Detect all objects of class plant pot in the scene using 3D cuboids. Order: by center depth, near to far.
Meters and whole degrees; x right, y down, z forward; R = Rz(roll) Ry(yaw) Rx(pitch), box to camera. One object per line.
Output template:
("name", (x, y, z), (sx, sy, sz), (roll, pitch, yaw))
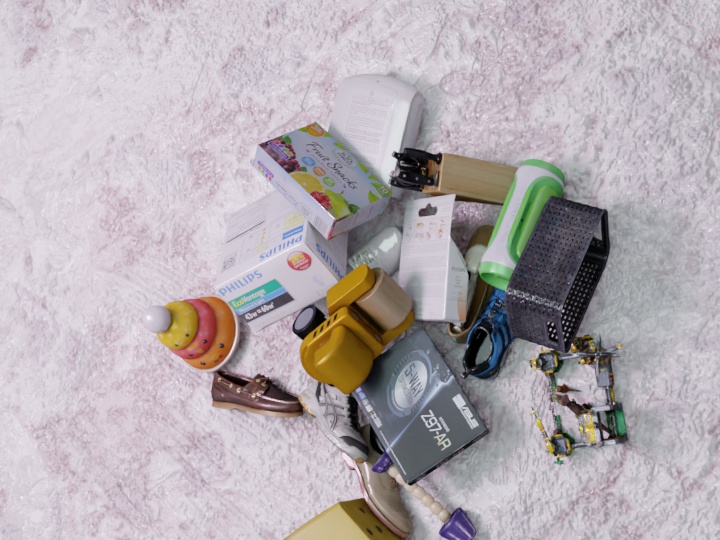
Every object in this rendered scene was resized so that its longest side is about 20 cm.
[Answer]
("plant pot", (-0.022, 0.490, 1.686), (0.200, 0.200, 0.177), (44, 99, 22))

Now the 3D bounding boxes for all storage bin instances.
("storage bin", (0.302, 0.005, 1.558), (0.092, 0.136, 0.202), (16, 63, 25))

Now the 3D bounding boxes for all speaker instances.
("speaker", (0.257, -0.071, 1.624), (0.087, 0.089, 0.203), (17, 74, 26))

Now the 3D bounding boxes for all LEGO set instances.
("LEGO set", (0.331, 0.199, 1.573), (0.151, 0.115, 0.204), (-3, 84, 26))

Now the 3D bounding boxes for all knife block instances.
("knife block", (0.149, -0.153, 1.660), (0.197, 0.175, 0.065), (8, 90, 26))

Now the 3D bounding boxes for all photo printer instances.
("photo printer", (0.021, -0.240, 1.789), (0.164, 0.069, 0.204), (14, 93, 27))

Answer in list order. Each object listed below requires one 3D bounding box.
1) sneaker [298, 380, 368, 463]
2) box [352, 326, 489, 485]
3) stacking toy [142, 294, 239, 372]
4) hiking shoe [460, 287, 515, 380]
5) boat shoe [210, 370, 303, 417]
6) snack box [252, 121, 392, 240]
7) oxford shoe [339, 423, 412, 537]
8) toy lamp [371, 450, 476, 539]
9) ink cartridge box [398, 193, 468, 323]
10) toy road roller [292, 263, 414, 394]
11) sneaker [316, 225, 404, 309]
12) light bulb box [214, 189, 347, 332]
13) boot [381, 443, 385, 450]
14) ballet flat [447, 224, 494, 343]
("sneaker", (-0.033, 0.242, 1.744), (0.088, 0.076, 0.200), (-43, 44, -2))
("box", (0.091, 0.221, 1.668), (0.159, 0.044, 0.202), (-33, 70, 3))
("stacking toy", (-0.326, 0.103, 1.855), (0.144, 0.199, 0.149), (-7, 76, 29))
("hiking shoe", (0.224, 0.085, 1.653), (0.073, 0.086, 0.203), (21, 95, 26))
("boat shoe", (-0.190, 0.223, 1.854), (0.197, 0.070, 0.072), (5, 92, 26))
("snack box", (-0.064, -0.153, 1.708), (0.200, 0.141, 0.053), (44, 136, 21))
("oxford shoe", (0.039, 0.354, 1.733), (0.074, 0.070, 0.201), (-38, 72, 13))
("toy lamp", (0.107, 0.376, 1.687), (0.199, 0.058, 0.058), (42, 104, 8))
("ink cartridge box", (0.122, -0.017, 1.693), (0.161, 0.049, 0.204), (-2, 80, 63))
("toy road roller", (-0.009, 0.106, 1.646), (0.199, 0.123, 0.147), (-39, 28, 16))
("sneaker", (0.000, 0.000, 1.776), (0.200, 0.080, 0.071), (-46, 67, 14))
("light bulb box", (-0.131, -0.034, 1.765), (0.196, 0.125, 0.202), (-26, 36, 23))
("boot", (0.094, 0.212, 1.725), (0.144, 0.070, 0.204), (-15, 80, 18))
("ballet flat", (0.183, 0.023, 1.686), (0.067, 0.072, 0.203), (19, 94, 22))
